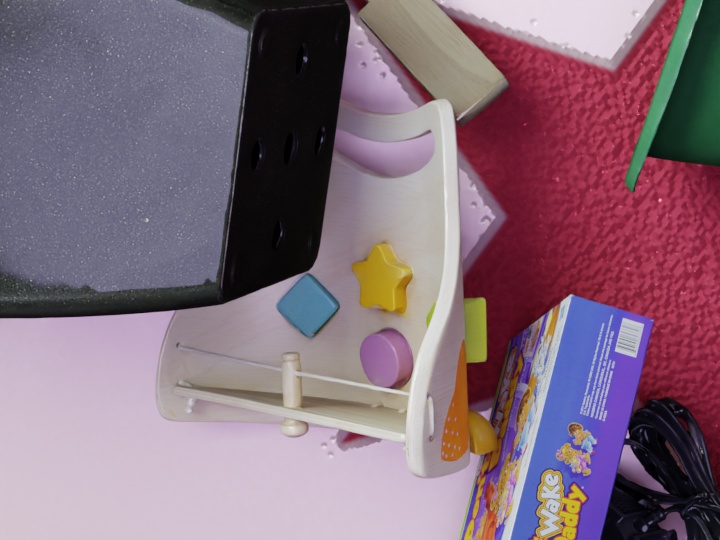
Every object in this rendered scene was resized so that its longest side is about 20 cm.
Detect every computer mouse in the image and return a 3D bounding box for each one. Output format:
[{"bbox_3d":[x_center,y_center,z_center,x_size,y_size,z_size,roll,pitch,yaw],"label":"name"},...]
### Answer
[{"bbox_3d":[0.122,0.174,1.274,0.200,0.053,0.139,-35,56,15],"label":"computer mouse"}]

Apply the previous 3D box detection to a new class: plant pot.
[{"bbox_3d":[-0.113,-0.076,1.154,0.177,0.199,0.201,10,101,17],"label":"plant pot"}]

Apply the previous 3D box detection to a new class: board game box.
[{"bbox_3d":[0.086,0.124,1.203,0.045,0.134,0.201,17,76,-6],"label":"board game box"}]

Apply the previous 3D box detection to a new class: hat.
[{"bbox_3d":[0.235,-0.083,1.173,0.175,0.166,0.201,20,131,6],"label":"hat"}]

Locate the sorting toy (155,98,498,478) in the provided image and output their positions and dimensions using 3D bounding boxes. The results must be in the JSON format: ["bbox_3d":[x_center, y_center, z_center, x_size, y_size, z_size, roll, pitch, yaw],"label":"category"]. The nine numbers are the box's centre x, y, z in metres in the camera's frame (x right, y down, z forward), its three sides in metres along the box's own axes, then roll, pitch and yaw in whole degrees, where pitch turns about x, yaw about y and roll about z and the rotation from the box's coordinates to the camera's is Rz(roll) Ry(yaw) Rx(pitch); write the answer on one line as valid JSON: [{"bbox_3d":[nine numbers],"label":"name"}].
[{"bbox_3d":[0.000,0.000,1.227,0.199,0.107,0.181,9,97,46],"label":"sorting toy"}]

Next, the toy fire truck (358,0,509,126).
[{"bbox_3d":[0.027,-0.194,1.214,0.176,0.129,0.200,-33,115,15],"label":"toy fire truck"}]
